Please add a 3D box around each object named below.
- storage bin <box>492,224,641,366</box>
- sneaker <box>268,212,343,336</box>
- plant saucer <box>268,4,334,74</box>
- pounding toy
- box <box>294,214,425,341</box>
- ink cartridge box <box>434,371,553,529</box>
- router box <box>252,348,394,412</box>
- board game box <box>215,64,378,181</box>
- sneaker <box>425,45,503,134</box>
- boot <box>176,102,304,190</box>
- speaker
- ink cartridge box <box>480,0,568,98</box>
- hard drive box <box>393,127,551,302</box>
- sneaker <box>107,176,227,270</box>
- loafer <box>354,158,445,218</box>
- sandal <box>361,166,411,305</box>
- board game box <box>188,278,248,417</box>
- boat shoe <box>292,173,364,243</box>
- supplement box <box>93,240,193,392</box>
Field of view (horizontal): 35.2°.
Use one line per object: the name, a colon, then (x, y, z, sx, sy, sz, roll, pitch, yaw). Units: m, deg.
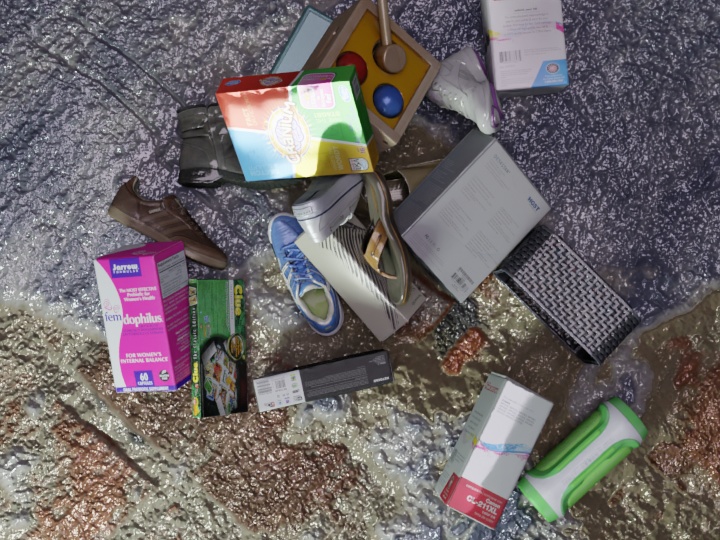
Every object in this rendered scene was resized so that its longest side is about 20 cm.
storage bin: (0.303, 0.037, 1.681, 0.200, 0.135, 0.094, 44, 87, 1)
sneaker: (-0.079, 0.002, 1.705, 0.075, 0.077, 0.201, -28, 87, 0)
plant saucer: (-0.100, -0.309, 1.748, 0.069, 0.019, 0.201, 29, 86, 0)
pounding toy: (0.014, -0.307, 1.643, 0.184, 0.142, 0.201, 38, 65, -18)
box: (0.000, 0.000, 1.689, 0.200, 0.082, 0.068, 48, 127, -4)
ink cartridge box: (0.194, 0.259, 1.664, 0.082, 0.146, 0.201, 27, 88, -1)
router box: (-0.053, 0.159, 1.663, 0.198, 0.149, 0.052, -12, 87, -1)
board game box: (-0.087, -0.204, 1.596, 0.198, 0.041, 0.154, -3, 129, 18)
sneaker: (0.153, -0.254, 1.686, 0.099, 0.201, 0.075, -21, 128, 5)
boot: (-0.183, -0.192, 1.718, 0.198, 0.068, 0.132, 2, 85, -1)
speaker: (0.331, 0.282, 1.697, 0.200, 0.088, 0.089, -41, 89, -3)
ink cartridge box: (0.247, -0.371, 1.732, 0.114, 0.068, 0.202, -5, 88, -2)
hard drive box: (0.159, -0.081, 1.683, 0.200, 0.077, 0.156, -45, 117, -2)
sneaker: (-0.280, -0.072, 1.708, 0.199, 0.070, 0.076, 27, 86, 0)
loafer: (0.081, -0.122, 1.718, 0.198, 0.067, 0.077, -16, 88, -2)
sandal: (0.026, -0.046, 1.619, 0.054, 0.082, 0.202, -15, 95, -16)
board game box: (-0.211, 0.114, 1.690, 0.023, 0.104, 0.202, -4, 86, 39)
boat shoe: (-0.040, -0.097, 1.630, 0.073, 0.200, 0.067, -8, 110, 30)
supplement box: (-0.306, 0.066, 1.652, 0.100, 0.103, 0.202, -4, 101, 18)
